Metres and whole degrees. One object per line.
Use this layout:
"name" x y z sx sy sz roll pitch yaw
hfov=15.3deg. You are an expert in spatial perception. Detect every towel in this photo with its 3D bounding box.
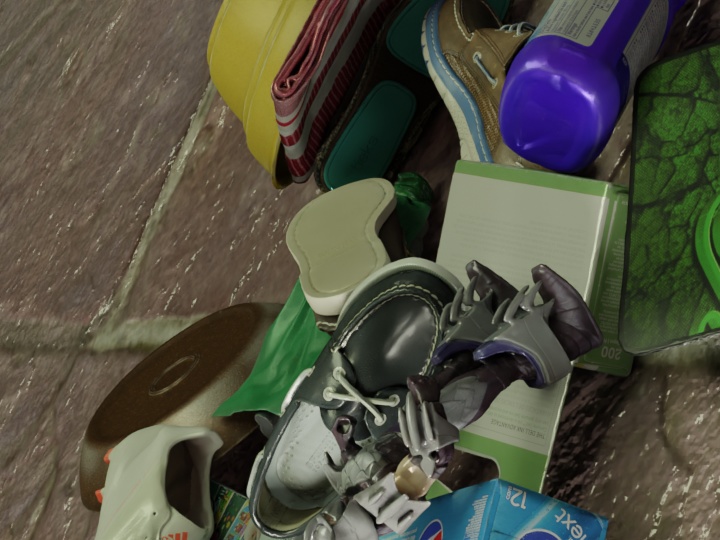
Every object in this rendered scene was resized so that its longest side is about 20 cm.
"towel" -0.012 -0.141 1.736 0.144 0.023 0.200 -61 -9 -11

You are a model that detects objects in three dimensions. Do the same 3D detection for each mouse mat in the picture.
"mouse mat" 0.207 -0.053 1.385 0.161 0.008 0.200 -17 48 29

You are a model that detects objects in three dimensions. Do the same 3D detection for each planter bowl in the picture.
"planter bowl" -0.048 -0.162 1.814 0.200 0.083 0.200 -61 -9 -16

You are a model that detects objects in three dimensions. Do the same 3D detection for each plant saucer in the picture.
"plant saucer" -0.114 0.080 1.772 0.200 0.037 0.200 -34 17 12

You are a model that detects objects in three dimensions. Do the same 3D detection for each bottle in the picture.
"bottle" 0.142 -0.143 1.529 0.084 0.065 0.200 102 -165 -47

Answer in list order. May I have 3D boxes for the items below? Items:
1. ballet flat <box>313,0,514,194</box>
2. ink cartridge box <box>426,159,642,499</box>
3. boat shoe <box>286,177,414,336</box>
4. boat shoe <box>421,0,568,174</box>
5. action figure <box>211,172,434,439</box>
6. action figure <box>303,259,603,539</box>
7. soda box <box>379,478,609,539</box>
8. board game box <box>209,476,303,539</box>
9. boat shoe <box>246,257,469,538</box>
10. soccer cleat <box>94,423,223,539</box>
"ballet flat" 0.033 -0.133 1.783 0.200 0.068 0.075 -56 9 16
"ink cartridge box" 0.089 0.043 1.497 0.146 0.048 0.200 13 92 55
"boat shoe" 0.000 0.000 1.605 0.072 0.060 0.200 -23 19 5
"boat shoe" 0.095 -0.111 1.643 0.072 0.072 0.200 -42 41 25
"action figure" -0.004 0.018 1.686 0.118 0.055 0.200 1 53 45
"action figure" 0.033 0.079 1.383 0.200 0.069 0.130 -46 13 -28
"soda box" 0.050 0.161 1.408 0.200 0.068 0.064 -27 46 64
"board game box" -0.086 0.213 1.649 0.148 0.064 0.200 -64 25 -5
"boat shoe" -0.002 0.077 1.500 0.200 0.076 0.060 -62 -2 38
"soccer cleat" -0.130 0.181 1.618 0.078 0.069 0.200 -16 52 35
